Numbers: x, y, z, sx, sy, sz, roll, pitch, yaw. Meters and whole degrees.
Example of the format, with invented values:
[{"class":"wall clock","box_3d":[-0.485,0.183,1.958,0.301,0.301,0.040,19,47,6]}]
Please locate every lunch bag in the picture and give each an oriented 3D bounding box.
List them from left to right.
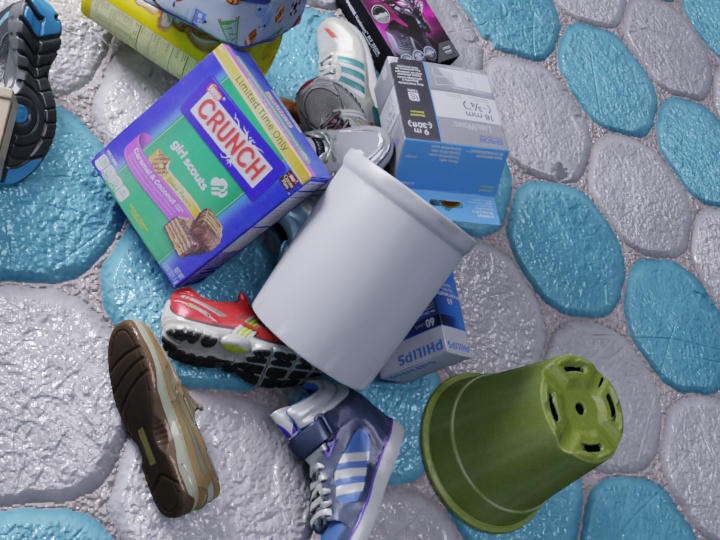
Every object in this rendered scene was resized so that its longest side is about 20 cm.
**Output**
[{"class":"lunch bag","box_3d":[-0.152,-0.319,1.054,0.159,0.076,0.200,30,28,9]}]

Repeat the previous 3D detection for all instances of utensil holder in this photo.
[{"class":"utensil holder","box_3d":[0.000,0.000,1.021,0.169,0.170,0.201,36,94,-12]}]

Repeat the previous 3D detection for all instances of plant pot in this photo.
[{"class":"plant pot","box_3d":[0.203,0.187,1.118,0.197,0.190,0.203,15,59,-26]}]

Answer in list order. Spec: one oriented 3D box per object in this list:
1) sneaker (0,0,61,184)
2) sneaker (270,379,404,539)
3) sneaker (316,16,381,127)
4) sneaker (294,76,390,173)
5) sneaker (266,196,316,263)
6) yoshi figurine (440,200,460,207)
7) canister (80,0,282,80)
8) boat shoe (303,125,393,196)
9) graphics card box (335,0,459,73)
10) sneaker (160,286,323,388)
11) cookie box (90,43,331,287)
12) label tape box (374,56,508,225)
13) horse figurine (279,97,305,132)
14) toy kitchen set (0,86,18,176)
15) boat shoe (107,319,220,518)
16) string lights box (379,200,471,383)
[{"class":"sneaker","box_3d":[-0.372,-0.189,1.019,0.073,0.081,0.204,23,71,-54]},{"class":"sneaker","box_3d":[-0.047,0.215,1.022,0.145,0.081,0.202,30,57,-7]},{"class":"sneaker","box_3d":[-0.030,-0.249,1.262,0.092,0.070,0.203,-8,75,-41]},{"class":"sneaker","box_3d":[-0.006,-0.155,1.182,0.078,0.082,0.201,-39,113,3]},{"class":"sneaker","box_3d":[-0.059,-0.017,1.134,0.082,0.074,0.200,-40,81,-25]},{"class":"yoshi figurine","box_3d":[0.100,-0.187,1.296,0.111,0.112,0.203,19,55,-16]},{"class":"canister","box_3d":[-0.209,-0.290,1.121,0.198,0.087,0.149,33,33,3]},{"class":"boat shoe","box_3d":[-0.051,-0.125,1.095,0.197,0.067,0.074,-23,68,-11]},{"class":"graphics card box","box_3d":[0.045,-0.369,1.385,0.124,0.051,0.202,-25,83,-39]},{"class":"sneaker","box_3d":[-0.122,0.067,1.046,0.197,0.077,0.086,22,47,-26]},{"class":"cookie box","box_3d":[-0.161,-0.110,1.024,0.172,0.199,0.075,55,15,4]},{"class":"label tape box","box_3d":[0.104,-0.161,1.168,0.141,0.064,0.203,4,56,-20]},{"class":"horse figurine","box_3d":[-0.145,-0.180,1.164,0.196,0.050,0.134,7,53,-24]},{"class":"toy kitchen set","box_3d":[-0.436,-0.130,0.850,0.196,0.181,0.166,10,73,-9]},{"class":"boat shoe","box_3d":[-0.196,0.145,0.969,0.076,0.071,0.203,-9,79,-50]},{"class":"string lights box","box_3d":[0.060,0.023,1.157,0.059,0.102,0.204,16,57,-51]}]
